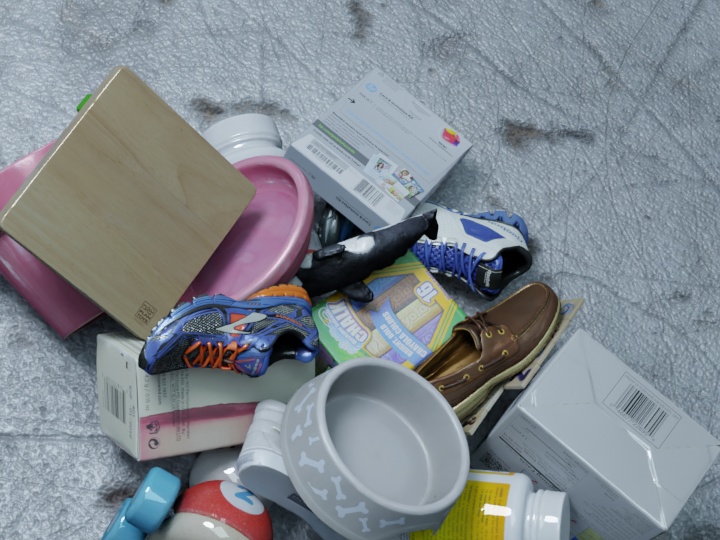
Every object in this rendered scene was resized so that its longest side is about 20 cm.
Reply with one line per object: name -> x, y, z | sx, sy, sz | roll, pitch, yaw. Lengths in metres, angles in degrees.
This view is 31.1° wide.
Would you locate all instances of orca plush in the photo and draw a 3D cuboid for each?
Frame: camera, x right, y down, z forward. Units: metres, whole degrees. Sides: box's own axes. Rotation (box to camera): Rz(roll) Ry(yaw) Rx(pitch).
orca plush -> 0.000, 0.000, 1.400 | 0.200, 0.105, 0.071 | -20, 91, -23

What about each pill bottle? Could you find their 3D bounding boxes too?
pill bottle -> -0.118, -0.072, 1.502 | 0.114, 0.114, 0.200 | -12, 69, -16
pill bottle -> 0.116, 0.265, 1.367 | 0.200, 0.109, 0.109 | 2, 64, 17

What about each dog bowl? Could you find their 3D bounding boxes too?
dog bowl -> 0.021, 0.174, 1.281 | 0.200, 0.059, 0.200 | 21, 44, -22

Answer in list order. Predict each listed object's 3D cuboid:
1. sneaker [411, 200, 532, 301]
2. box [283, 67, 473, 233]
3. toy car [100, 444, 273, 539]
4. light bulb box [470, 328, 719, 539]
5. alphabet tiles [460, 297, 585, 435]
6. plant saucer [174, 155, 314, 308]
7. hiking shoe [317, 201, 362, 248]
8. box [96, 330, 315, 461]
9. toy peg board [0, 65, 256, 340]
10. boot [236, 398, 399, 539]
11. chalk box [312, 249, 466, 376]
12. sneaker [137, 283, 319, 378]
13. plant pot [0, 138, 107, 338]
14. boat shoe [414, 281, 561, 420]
sneaker -> 0.116, -0.022, 1.517 | 0.199, 0.081, 0.115 | 0, 29, -11
box -> 0.023, -0.138, 1.521 | 0.156, 0.041, 0.200 | 39, 48, 3
toy car -> -0.135, 0.234, 1.345 | 0.184, 0.177, 0.200 | 31, 52, -8
light bulb box -> 0.247, 0.200, 1.405 | 0.198, 0.200, 0.125 | 41, 64, 7
alphabet tiles -> 0.147, 0.109, 1.450 | 0.008, 0.167, 0.200 | 48, 62, -19
plant saucer -> -0.127, -0.028, 1.374 | 0.200, 0.051, 0.201 | -22, 47, 25
hiking shoe -> 0.013, -0.087, 1.555 | 0.087, 0.074, 0.200 | 28, 64, 3
box -> -0.161, 0.119, 1.354 | 0.200, 0.128, 0.109 | -5, 101, -28
toy peg board -> -0.249, -0.070, 1.322 | 0.200, 0.098, 0.199 | 43, 74, -31
boot -> -0.033, 0.207, 1.309 | 0.200, 0.074, 0.096 | 39, 41, -25
chalk box -> 0.002, 0.089, 1.449 | 0.200, 0.124, 0.124 | -33, 77, -23
sneaker -> -0.121, 0.067, 1.254 | 0.200, 0.075, 0.078 | -14, 57, -32
plant pot -> -0.317, -0.034, 1.415 | 0.200, 0.200, 0.179 | -33, 91, -22
boat shoe -> 0.135, 0.080, 1.390 | 0.200, 0.068, 0.072 | -42, 39, -11
